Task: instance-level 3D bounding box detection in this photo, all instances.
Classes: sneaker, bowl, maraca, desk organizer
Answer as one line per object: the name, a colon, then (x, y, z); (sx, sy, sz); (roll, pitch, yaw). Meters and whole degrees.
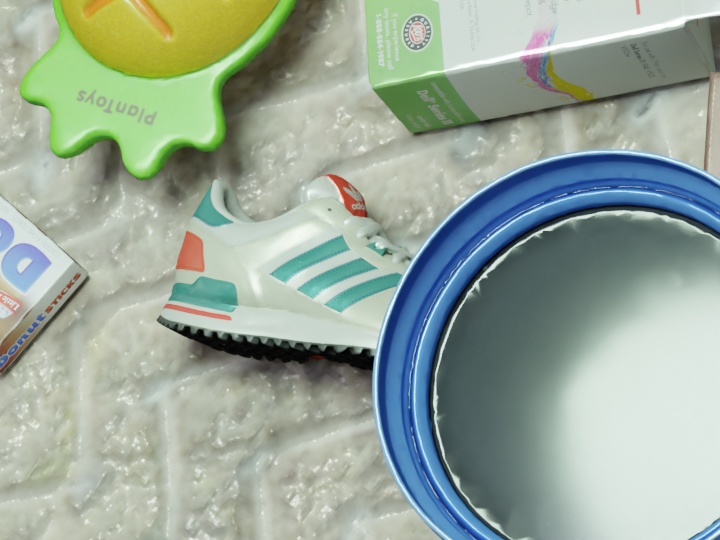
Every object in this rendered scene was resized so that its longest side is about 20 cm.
sneaker: (0.000, 0.000, 1.391); (0.200, 0.070, 0.093); (7, 80, 24)
bowl: (0.105, 0.046, 1.280); (0.200, 0.039, 0.201); (-7, 70, 19)
maraca: (-0.096, -0.143, 1.456); (0.137, 0.107, 0.200); (15, 77, 23)
desk organizer: (0.199, 0.009, 1.319); (0.077, 0.072, 0.200); (-1, 71, 21)

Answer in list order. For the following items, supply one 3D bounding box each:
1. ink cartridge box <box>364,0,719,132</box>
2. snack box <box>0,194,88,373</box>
ink cartridge box: (0.105, -0.146, 1.408); (0.200, 0.067, 0.117); (-10, 67, 17)
snack box: (-0.233, -0.031, 1.509); (0.200, 0.024, 0.072); (39, 86, 27)
